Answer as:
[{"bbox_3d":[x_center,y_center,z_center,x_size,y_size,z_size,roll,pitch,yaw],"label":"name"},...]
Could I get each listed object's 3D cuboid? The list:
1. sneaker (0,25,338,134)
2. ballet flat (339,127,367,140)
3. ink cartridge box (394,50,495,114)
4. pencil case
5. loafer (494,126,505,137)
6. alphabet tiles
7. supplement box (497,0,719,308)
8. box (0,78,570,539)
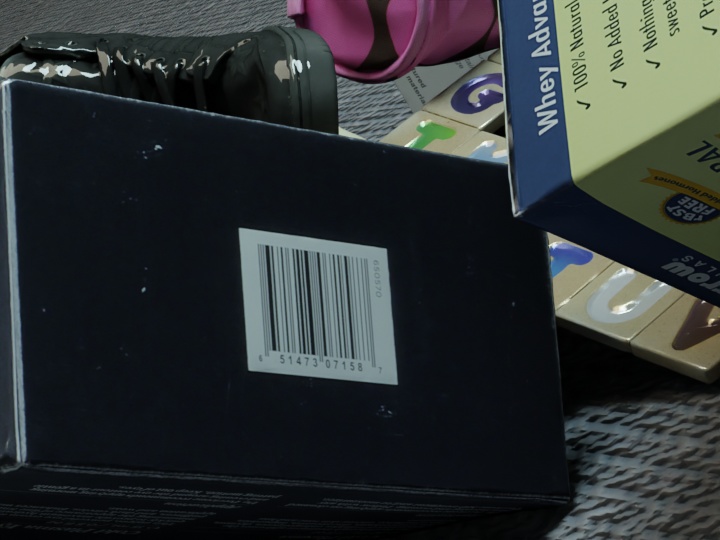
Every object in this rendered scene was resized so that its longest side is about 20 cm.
[{"bbox_3d":[-0.085,-0.059,1.015,0.104,0.060,0.200,-4,6,-20],"label":"sneaker"},{"bbox_3d":[-0.070,-0.045,1.117,0.199,0.070,0.070,-5,18,4],"label":"ballet flat"},{"bbox_3d":[0.113,-0.156,1.248,0.199,0.085,0.145,-21,19,40],"label":"ink cartridge box"},{"bbox_3d":[0.058,-0.124,1.053,0.093,0.091,0.199,12,20,43],"label":"pencil case"},{"bbox_3d":[0.046,-0.042,1.060,0.200,0.063,0.072,-36,15,-11],"label":"loafer"},{"bbox_3d":[0.073,-0.021,0.898,0.167,0.008,0.200,-38,36,-26],"label":"alphabet tiles"},{"bbox_3d":[0.148,-0.117,0.721,0.199,0.134,0.201,-29,51,39],"label":"supplement box"},{"bbox_3d":[-0.073,0.028,0.806,0.199,0.105,0.182,8,-18,-42],"label":"box"}]
